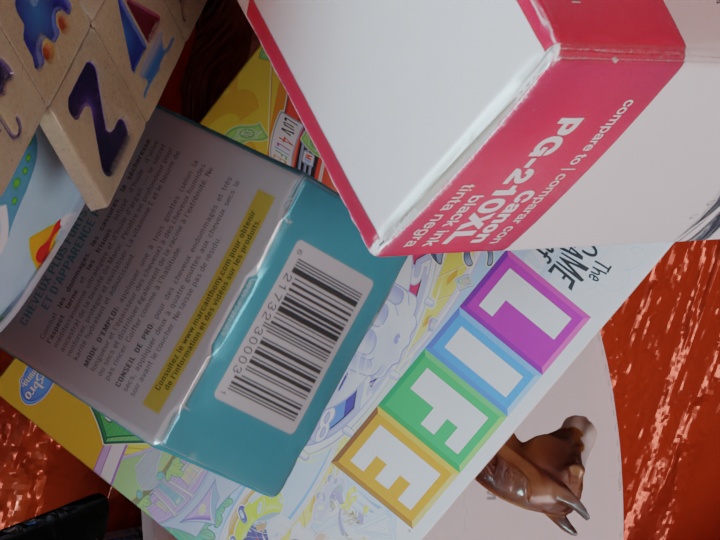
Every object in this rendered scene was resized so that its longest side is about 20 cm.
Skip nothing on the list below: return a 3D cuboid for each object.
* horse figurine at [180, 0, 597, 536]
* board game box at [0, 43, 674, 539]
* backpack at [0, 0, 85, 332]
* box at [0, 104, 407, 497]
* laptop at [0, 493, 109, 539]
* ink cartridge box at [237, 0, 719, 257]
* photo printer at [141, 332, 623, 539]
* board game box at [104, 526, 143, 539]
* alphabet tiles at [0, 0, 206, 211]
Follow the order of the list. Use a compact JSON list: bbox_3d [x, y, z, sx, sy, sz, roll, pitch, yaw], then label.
[{"bbox_3d":[0.004,-0.011,0.861,0.200,0.050,0.133,41,41,-19],"label":"horse figurine"},{"bbox_3d":[0.000,0.000,0.796,0.134,0.034,0.200,38,103,-2],"label":"board game box"},{"bbox_3d":[-0.143,-0.078,0.678,0.183,0.147,0.200,57,43,-42],"label":"backpack"},{"bbox_3d":[-0.079,-0.011,0.751,0.049,0.200,0.082,30,88,-43],"label":"box"},{"bbox_3d":[-0.182,0.149,0.779,0.200,0.103,0.178,-16,124,-66],"label":"laptop"},{"bbox_3d":[0.066,-0.086,0.694,0.200,0.145,0.084,-3,146,-43],"label":"ink cartridge box"},{"bbox_3d":[0.016,0.072,0.930,0.200,0.069,0.167,3,81,-42],"label":"photo printer"},{"bbox_3d":[-0.086,0.196,0.937,0.200,0.062,0.201,-8,114,-40],"label":"board game box"},{"bbox_3d":[-0.088,-0.097,0.617,0.167,0.008,0.200,63,33,-36],"label":"alphabet tiles"}]
